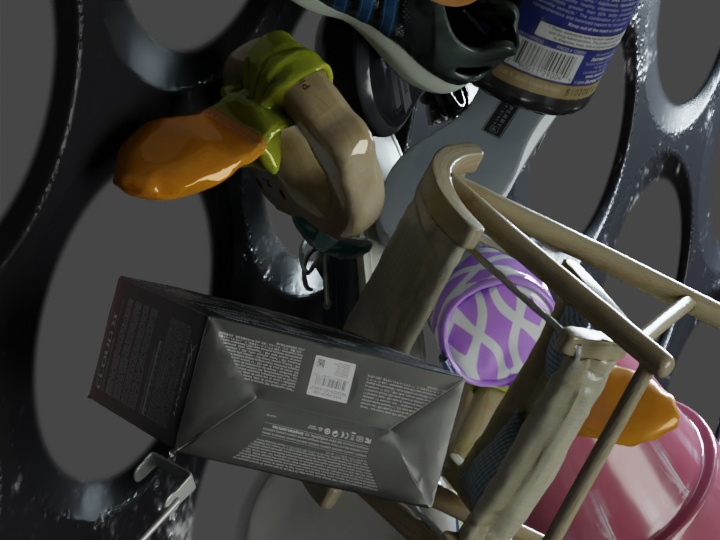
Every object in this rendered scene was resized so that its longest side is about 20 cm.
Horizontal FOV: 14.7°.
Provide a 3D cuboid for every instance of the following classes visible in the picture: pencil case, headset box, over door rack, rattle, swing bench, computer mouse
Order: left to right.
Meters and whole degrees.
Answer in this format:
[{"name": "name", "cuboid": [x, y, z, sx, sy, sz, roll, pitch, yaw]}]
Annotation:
[{"name": "over door rack", "cuboid": [-0.128, 0.228, 1.617, 0.200, 0.066, 0.148, -59, 151, -34]}, {"name": "rattle", "cuboid": [-0.064, -0.036, 1.604, 0.143, 0.130, 0.200, -53, 175, -23]}, {"name": "headset box", "cuboid": [-0.053, 0.062, 1.513, 0.148, 0.200, 0.078, 15, 90, -22]}, {"name": "computer mouse", "cuboid": [0.013, -0.139, 1.753, 0.200, 0.053, 0.139, -43, 129, -64]}, {"name": "pencil case", "cuboid": [0.076, 0.006, 1.817, 0.086, 0.084, 0.200, 55, 8, -25]}, {"name": "swing bench", "cuboid": [0.073, 0.065, 1.623, 0.199, 0.200, 0.130, -63, 165, 22]}, {"name": "rattle", "cuboid": [0.113, 0.119, 1.917, 0.130, 0.142, 0.200, -96, -158, -48]}]

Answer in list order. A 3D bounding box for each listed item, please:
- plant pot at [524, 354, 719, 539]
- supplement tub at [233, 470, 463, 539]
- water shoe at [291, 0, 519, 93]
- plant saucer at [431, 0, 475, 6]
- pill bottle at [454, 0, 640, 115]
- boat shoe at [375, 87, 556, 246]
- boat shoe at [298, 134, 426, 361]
[{"name": "plant pot", "cuboid": [0.159, 0.133, 2.066, 0.200, 0.199, 0.179, -57, 134, -36]}, {"name": "supplement tub", "cuboid": [0.012, 0.198, 1.805, 0.145, 0.144, 0.200, -69, 157, -16]}, {"name": "water shoe", "cuboid": [0.014, -0.179, 1.624, 0.200, 0.079, 0.072, 33, 49, -37]}, {"name": "plant saucer", "cuboid": [0.041, -0.251, 1.582, 0.200, 0.037, 0.201, 33, 49, -48]}, {"name": "pill bottle", "cuboid": [0.130, -0.205, 1.703, 0.112, 0.112, 0.200, -29, 150, -58]}, {"name": "boat shoe", "cuboid": [0.071, -0.069, 1.788, 0.200, 0.070, 0.066, -56, 168, -34]}, {"name": "boat shoe", "cuboid": [0.000, 0.000, 1.772, 0.075, 0.062, 0.201, 0, 81, -54]}]
